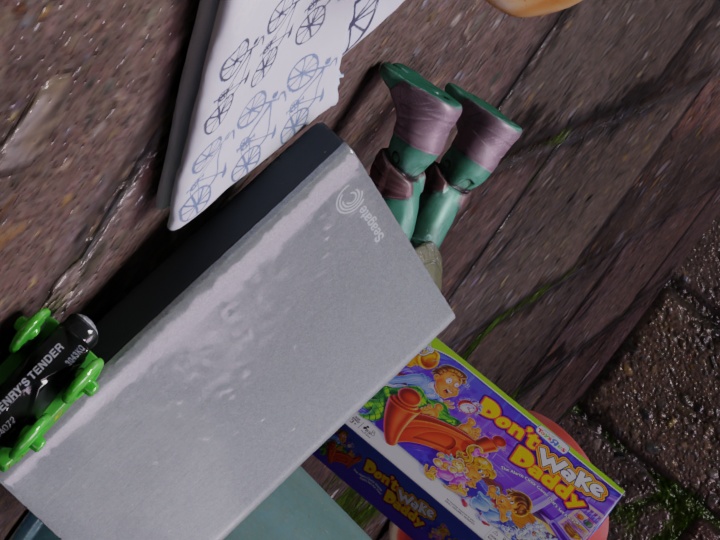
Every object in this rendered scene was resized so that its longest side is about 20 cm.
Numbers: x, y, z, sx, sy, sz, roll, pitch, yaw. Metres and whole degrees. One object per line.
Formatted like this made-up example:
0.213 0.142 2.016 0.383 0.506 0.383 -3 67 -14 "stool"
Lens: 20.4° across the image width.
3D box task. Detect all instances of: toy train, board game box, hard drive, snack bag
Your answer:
-0.171 0.093 0.759 0.200 0.042 0.056 -47 178 -19 "toy train"
0.071 0.137 1.406 0.134 0.200 0.045 -37 162 -49 "board game box"
-0.058 0.045 0.876 0.200 0.033 0.140 -43 141 -7 "hard drive"
-0.001 -0.124 0.787 0.200 0.021 0.189 -44 166 -33 "snack bag"

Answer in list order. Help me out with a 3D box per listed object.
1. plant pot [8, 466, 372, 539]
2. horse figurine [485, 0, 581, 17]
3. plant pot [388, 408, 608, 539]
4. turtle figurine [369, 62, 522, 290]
-0.066 0.182 1.040 0.201 0.196 0.200 -49 169 -13 "plant pot"
0.073 -0.140 0.729 0.131 0.050 0.200 -19 159 5 "horse figurine"
0.137 0.273 2.149 0.177 0.201 0.201 -28 156 -38 "plant pot"
0.000 0.000 0.999 0.201 0.100 0.150 -59 167 11 "turtle figurine"
